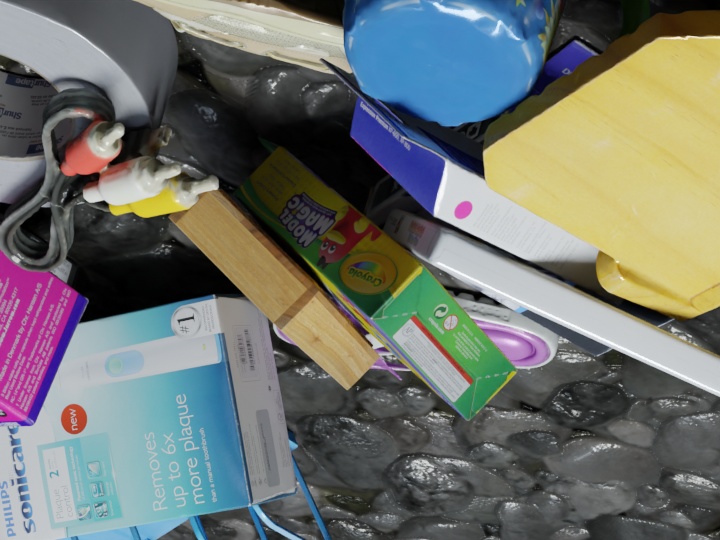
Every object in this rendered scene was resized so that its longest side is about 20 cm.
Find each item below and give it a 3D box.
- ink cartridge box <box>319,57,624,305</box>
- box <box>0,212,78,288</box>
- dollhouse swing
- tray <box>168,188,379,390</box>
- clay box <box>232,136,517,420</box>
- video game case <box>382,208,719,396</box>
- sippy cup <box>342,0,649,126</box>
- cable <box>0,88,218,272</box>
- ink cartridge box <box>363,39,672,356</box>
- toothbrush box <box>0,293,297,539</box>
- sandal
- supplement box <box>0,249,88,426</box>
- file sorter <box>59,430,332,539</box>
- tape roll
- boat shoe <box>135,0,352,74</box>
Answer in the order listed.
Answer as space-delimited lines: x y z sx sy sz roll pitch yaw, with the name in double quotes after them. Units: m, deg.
0.062 -0.046 1.037 0.200 0.095 0.037 27 103 -41 "ink cartridge box"
-0.323 -0.013 1.352 0.158 0.048 0.200 -19 136 40 "box"
0.187 -0.093 0.982 0.176 0.182 0.200 39 139 -17 "dollhouse swing"
-0.049 0.012 1.211 0.099 0.037 0.200 44 179 17 "tray"
0.000 0.000 1.167 0.115 0.048 0.200 47 175 -40 "clay box"
0.117 0.018 1.110 0.200 0.023 0.182 24 -178 -9 "video game case"
0.049 -0.149 0.960 0.177 0.131 0.140 -1 145 17 "sippy cup"
-0.174 -0.044 1.138 0.097 0.050 0.200 33 140 -28 "cable"
0.138 -0.035 1.182 0.198 0.043 0.200 29 142 -22 "ink cartridge box"
-0.160 0.104 1.352 0.200 0.147 0.085 -11 175 22 "toothbrush box"
0.033 0.048 1.330 0.202 0.050 0.083 1 145 16 "sandal"
-0.289 0.012 1.232 0.101 0.103 0.200 -7 143 43 "supplement box"
-0.142 0.202 1.454 0.200 0.123 0.139 -33 147 11 "file sorter"
-0.211 -0.122 1.141 0.200 0.066 0.200 8 147 5 "tape roll"
-0.083 -0.153 1.052 0.200 0.072 0.065 14 146 -14 "boat shoe"
